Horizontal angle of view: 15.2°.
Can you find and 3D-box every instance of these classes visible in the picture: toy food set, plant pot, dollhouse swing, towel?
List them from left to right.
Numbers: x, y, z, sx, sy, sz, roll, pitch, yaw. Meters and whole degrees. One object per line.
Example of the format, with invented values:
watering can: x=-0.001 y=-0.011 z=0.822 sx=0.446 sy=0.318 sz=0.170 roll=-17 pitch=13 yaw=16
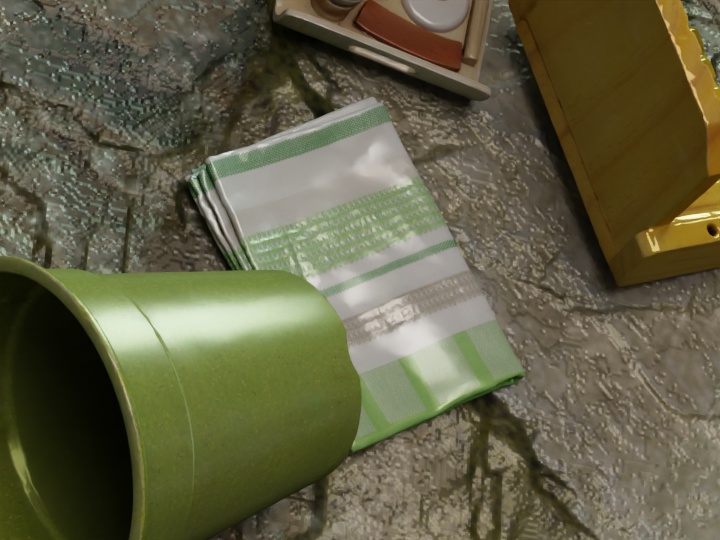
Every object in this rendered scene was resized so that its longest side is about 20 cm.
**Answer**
plant pot: x=-0.106 y=0.074 z=1.469 sx=0.189 sy=0.200 sz=0.201 roll=-14 pitch=72 yaw=-40
towel: x=0.000 y=0.000 z=1.627 sx=0.149 sy=0.031 sz=0.201 roll=-23 pitch=77 yaw=-29
toy food set: x=0.033 y=-0.215 z=1.724 sx=0.143 sy=0.060 sz=0.201 roll=20 pitch=61 yaw=-14
dollhouse swing: x=0.207 y=-0.120 z=1.670 sx=0.181 sy=0.176 sz=0.201 roll=-10 pitch=73 yaw=-35
